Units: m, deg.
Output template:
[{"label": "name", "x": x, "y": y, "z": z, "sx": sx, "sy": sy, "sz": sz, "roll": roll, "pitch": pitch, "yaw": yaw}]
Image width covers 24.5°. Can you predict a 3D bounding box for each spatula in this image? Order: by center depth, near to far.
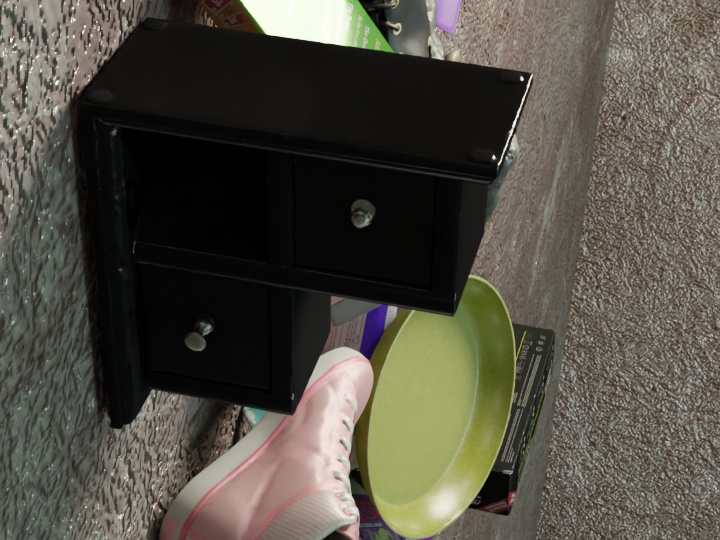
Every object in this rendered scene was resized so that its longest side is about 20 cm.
[{"label": "spatula", "x": 0.059, "y": -0.248, "z": 1.409, "sx": 0.200, "sy": 0.020, "sz": 0.057, "roll": 18, "pitch": 85, "yaw": -77}]

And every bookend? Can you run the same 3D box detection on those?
[{"label": "bookend", "x": -0.027, "y": -0.007, "z": 0.833, "sx": 0.092, "sy": 0.198, "sz": 0.200, "roll": -66, "pitch": 162, "yaw": -52}]

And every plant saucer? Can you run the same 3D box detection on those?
[{"label": "plant saucer", "x": 0.052, "y": 0.099, "z": 1.241, "sx": 0.200, "sy": 0.031, "sz": 0.201, "roll": -23, "pitch": 120, "yaw": -49}]

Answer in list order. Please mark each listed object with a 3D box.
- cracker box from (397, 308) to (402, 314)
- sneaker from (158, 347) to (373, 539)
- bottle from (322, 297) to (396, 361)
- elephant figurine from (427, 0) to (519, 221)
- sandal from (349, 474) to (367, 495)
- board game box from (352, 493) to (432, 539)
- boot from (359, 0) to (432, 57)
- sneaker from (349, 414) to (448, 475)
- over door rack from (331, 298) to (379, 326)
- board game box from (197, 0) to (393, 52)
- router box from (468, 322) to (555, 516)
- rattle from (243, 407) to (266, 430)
[{"label": "cracker box", "x": 0.039, "y": 0.028, "z": 1.466, "sx": 0.134, "sy": 0.058, "sz": 0.200, "roll": -59, "pitch": 156, "yaw": -57}, {"label": "sneaker", "x": -0.027, "y": 0.134, "z": 1.050, "sx": 0.200, "sy": 0.104, "sz": 0.075, "roll": -42, "pitch": 151, "yaw": -42}, {"label": "bottle", "x": 0.000, "y": 0.000, "z": 1.222, "sx": 0.084, "sy": 0.065, "sz": 0.201, "roll": -94, "pitch": -167, "yaw": -70}, {"label": "elephant figurine", "x": 0.060, "y": -0.108, "z": 1.323, "sx": 0.155, "sy": 0.141, "sz": 0.200, "roll": -54, "pitch": -167, "yaw": 20}, {"label": "sandal", "x": 0.007, "y": 0.140, "z": 1.364, "sx": 0.057, "sy": 0.080, "sz": 0.202, "roll": -135, "pitch": -138, "yaw": -72}, {"label": "board game box", "x": 0.005, "y": 0.226, "z": 1.254, "sx": 0.200, "sy": 0.032, "sz": 0.120, "roll": 16, "pitch": 40, "yaw": -56}, {"label": "boot", "x": 0.009, "y": -0.156, "z": 1.114, "sx": 0.154, "sy": 0.073, "sz": 0.204, "roll": 72, "pitch": 15, "yaw": -62}, {"label": "sneaker", "x": 0.018, "y": 0.136, "z": 1.279, "sx": 0.200, "sy": 0.076, "sz": 0.088, "roll": -23, "pitch": 106, "yaw": -44}, {"label": "over door rack", "x": -0.001, "y": -0.076, "z": 0.989, "sx": 0.148, "sy": 0.066, "sz": 0.200, "roll": 60, "pitch": 23, "yaw": -14}, {"label": "board game box", "x": -0.022, "y": -0.120, "z": 0.912, "sx": 0.200, "sy": 0.030, "sz": 0.096, "roll": 50, "pitch": 39, "yaw": -23}, {"label": "router box", "x": 0.091, "y": 0.128, "z": 1.566, "sx": 0.200, "sy": 0.149, "sz": 0.062, "roll": -65, "pitch": 161, "yaw": -46}, {"label": "rattle", "x": -0.036, "y": 0.186, "z": 1.109, "sx": 0.200, "sy": 0.143, "sz": 0.130, "roll": -63, "pitch": 141, "yaw": -33}]
